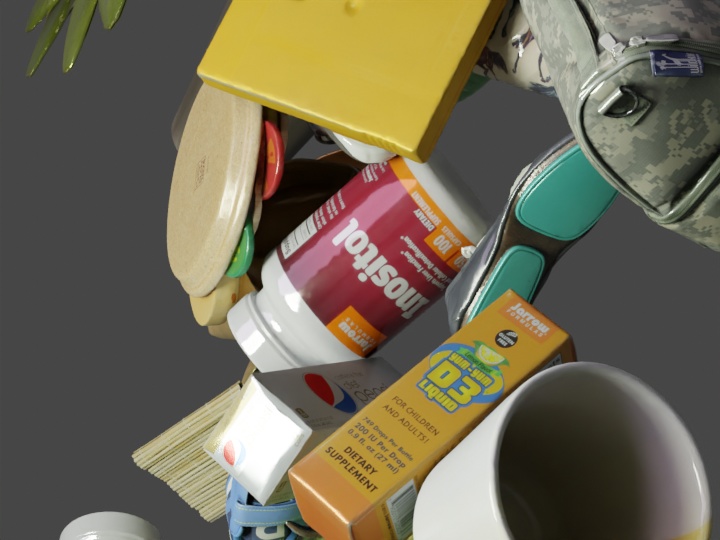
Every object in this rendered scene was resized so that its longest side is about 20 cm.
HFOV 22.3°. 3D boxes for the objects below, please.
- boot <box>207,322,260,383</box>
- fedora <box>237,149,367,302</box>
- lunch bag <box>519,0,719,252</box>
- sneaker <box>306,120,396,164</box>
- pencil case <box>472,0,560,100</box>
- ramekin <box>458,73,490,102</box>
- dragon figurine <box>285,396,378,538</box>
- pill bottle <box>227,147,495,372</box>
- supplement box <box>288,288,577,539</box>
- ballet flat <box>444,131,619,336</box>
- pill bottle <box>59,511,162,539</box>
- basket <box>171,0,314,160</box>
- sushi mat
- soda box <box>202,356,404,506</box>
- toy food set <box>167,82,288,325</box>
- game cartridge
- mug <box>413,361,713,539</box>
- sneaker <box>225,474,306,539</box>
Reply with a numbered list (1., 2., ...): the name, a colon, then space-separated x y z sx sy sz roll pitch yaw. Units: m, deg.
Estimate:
1. boot: -0.087 0.058 1.611 0.176 0.066 0.200 -58 25 -12
2. fedora: -0.041 -0.034 1.491 0.200 0.082 0.202 -14 56 21
3. lunch bag: 0.185 -0.128 1.131 0.140 0.167 0.200 -52 30 26
4. sneaker: -0.008 -0.128 1.400 0.200 0.077 0.082 -114 18 -50
5. pencil case: 0.106 -0.184 1.338 0.199 0.078 0.090 23 104 30
6. ramekin: 0.066 -0.235 1.523 0.200 0.097 0.201 -43 34 39
7. dragon figurine: 0.031 0.121 1.254 0.059 0.199 0.100 85 161 -57
8. pill bottle: 0.000 0.000 1.381 0.200 0.113 0.113 -41 32 12
9. supplement box: 0.051 0.102 1.185 0.200 0.069 0.066 -38 52 -21
10. ballet flat: 0.120 -0.033 1.291 0.201 0.073 0.073 -58 27 20
11. pill bottle: -0.222 0.318 1.583 0.116 0.115 0.201 -44 33 37
12. basket: -0.086 -0.181 1.729 0.200 0.135 0.181 -54 53 34
13. sushi mat: -0.115 0.156 1.537 0.200 0.096 0.012 -35 20 50
14. soda box: -0.025 0.111 1.301 0.064 0.200 0.068 40 108 20
15. toy food set: -0.104 -0.071 1.432 0.198 0.048 0.201 126 149 -50
16. game cartridge: 0.000 -0.186 1.326 0.199 0.032 0.177 23 81 27
17. mug: 0.101 0.163 1.085 0.153 0.149 0.187 -37 31 57
18. sneaker: -0.067 0.164 1.425 0.200 0.073 0.083 98 172 -52
